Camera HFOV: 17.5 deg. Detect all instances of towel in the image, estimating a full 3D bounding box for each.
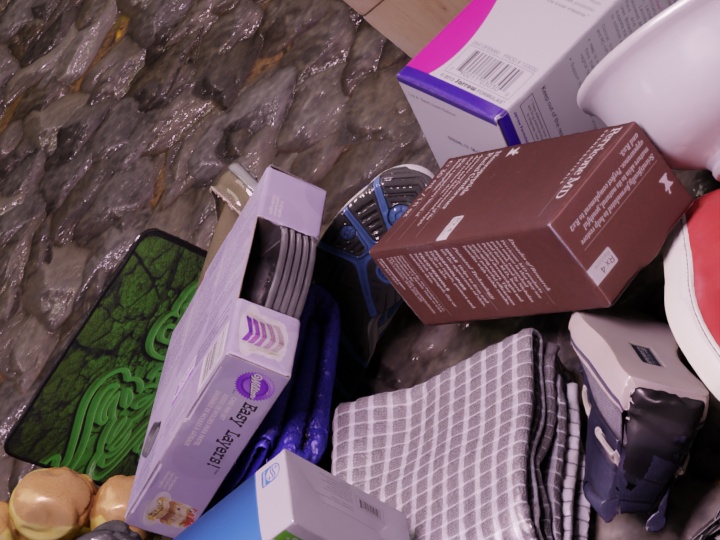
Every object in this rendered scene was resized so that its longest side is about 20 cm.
[{"bbox_3d":[0.059,0.139,1.457,0.165,0.086,0.200,-31,35,27],"label":"towel"},{"bbox_3d":[-0.073,0.115,1.605,0.200,0.049,0.148,125,156,-49],"label":"towel"}]

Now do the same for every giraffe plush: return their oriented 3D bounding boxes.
[{"bbox_3d":[-0.208,0.209,1.685,0.162,0.172,0.201,-95,9,-67],"label":"giraffe plush"}]

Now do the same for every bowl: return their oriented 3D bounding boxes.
[{"bbox_3d":[0.243,-0.117,1.460,0.201,0.201,0.091,-33,77,25],"label":"bowl"}]

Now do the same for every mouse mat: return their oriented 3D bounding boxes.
[{"bbox_3d":[-0.160,0.072,1.726,0.008,0.161,0.200,41,100,39],"label":"mouse mat"}]

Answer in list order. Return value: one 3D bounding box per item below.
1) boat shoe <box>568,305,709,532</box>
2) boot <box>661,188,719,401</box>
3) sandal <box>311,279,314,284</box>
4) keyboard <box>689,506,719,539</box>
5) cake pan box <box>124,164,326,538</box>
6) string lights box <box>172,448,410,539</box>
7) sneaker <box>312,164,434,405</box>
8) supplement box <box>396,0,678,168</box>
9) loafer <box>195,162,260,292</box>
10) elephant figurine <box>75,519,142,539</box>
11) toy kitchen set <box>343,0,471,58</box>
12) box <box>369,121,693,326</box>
[{"bbox_3d":[0.156,0.085,1.408,0.200,0.074,0.093,-91,15,-76],"label":"boat shoe"},{"bbox_3d":[0.255,-0.005,1.383,0.144,0.072,0.200,-34,30,22],"label":"boot"},{"bbox_3d":[0.002,-0.014,1.742,0.075,0.045,0.200,-40,2,-41],"label":"sandal"},{"bbox_3d":[0.229,0.158,1.280,0.200,0.040,0.104,-47,53,2],"label":"keyboard"},{"bbox_3d":[-0.089,0.054,1.568,0.184,0.052,0.200,-83,19,-47],"label":"cake pan box"},{"bbox_3d":[-0.073,0.199,1.391,0.200,0.103,0.059,-41,37,26],"label":"string lights box"},{"bbox_3d":[0.000,0.000,1.652,0.200,0.076,0.077,-60,5,32],"label":"sneaker"},{"bbox_3d":[0.138,-0.151,1.607,0.200,0.103,0.101,-46,47,-17],"label":"supplement box"},{"bbox_3d":[-0.079,0.007,1.684,0.070,0.200,0.075,-32,51,-19],"label":"loafer"},{"bbox_3d":[-0.180,0.272,1.517,0.200,0.155,0.141,-54,19,-1],"label":"elephant figurine"},{"bbox_3d":[0.066,-0.254,1.796,0.200,0.180,0.163,-37,33,28],"label":"toy kitchen set"},{"bbox_3d":[0.105,-0.026,1.487,0.100,0.075,0.200,-49,23,-28],"label":"box"}]
